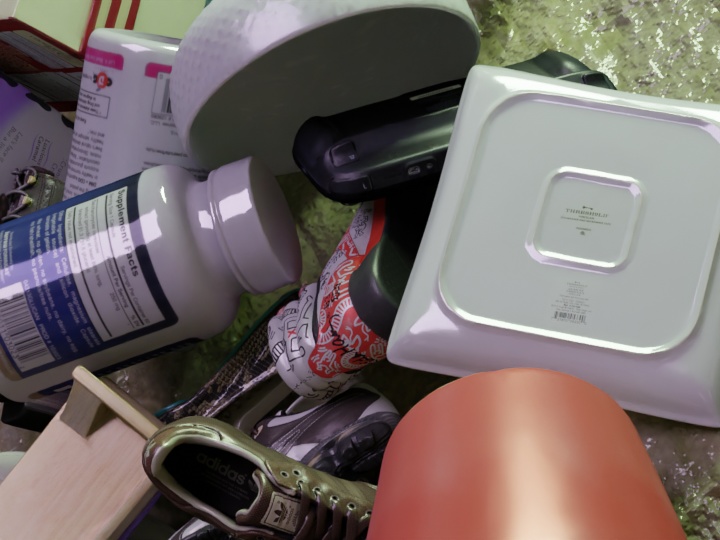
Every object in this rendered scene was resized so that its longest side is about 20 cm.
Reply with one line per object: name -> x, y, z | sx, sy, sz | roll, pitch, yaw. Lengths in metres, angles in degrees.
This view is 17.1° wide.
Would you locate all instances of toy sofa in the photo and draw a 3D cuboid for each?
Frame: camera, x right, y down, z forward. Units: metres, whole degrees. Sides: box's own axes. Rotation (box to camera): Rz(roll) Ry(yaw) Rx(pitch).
toy sofa -> -0.190, 0.164, 1.451 | 0.083, 0.098, 0.200 | 37, 82, 16

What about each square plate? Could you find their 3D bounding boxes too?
square plate -> 0.131, -0.023, 1.349 | 0.199, 0.028, 0.199 | 10, 65, 16

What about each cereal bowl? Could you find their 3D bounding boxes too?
cereal bowl -> -0.029, -0.142, 1.479 | 0.199, 0.200, 0.084 | -30, 68, 24

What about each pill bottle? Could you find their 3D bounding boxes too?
pill bottle -> -0.140, -0.053, 1.588 | 0.113, 0.113, 0.202 | 19, 101, 49
pill bottle -> -0.142, 0.000, 1.480 | 0.199, 0.111, 0.112 | -19, 47, 13

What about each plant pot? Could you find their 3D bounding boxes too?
plant pot -> 0.083, 0.159, 1.212 | 0.200, 0.200, 0.178 | -33, 33, 21

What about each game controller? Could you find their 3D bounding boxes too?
game controller -> 0.059, -0.088, 1.457 | 0.199, 0.042, 0.104 | -16, 20, -14

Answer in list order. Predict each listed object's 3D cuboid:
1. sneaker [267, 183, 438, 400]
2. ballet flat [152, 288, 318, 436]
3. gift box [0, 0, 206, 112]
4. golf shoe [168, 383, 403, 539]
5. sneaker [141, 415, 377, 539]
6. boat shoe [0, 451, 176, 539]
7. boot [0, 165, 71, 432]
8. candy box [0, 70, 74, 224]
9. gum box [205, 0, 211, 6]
sneaker -> -0.001, 0.000, 1.467 | 0.108, 0.067, 0.202 | -39, 18, 27
ballet flat -> -0.084, 0.096, 1.515 | 0.200, 0.068, 0.075 | -40, 66, 11
gift box -> -0.196, -0.227, 1.712 | 0.199, 0.184, 0.188 | 2, 72, 41
golf shoe -> -0.054, 0.142, 1.442 | 0.199, 0.078, 0.095 | -32, 32, 8
sneaker -> -0.034, 0.143, 1.343 | 0.199, 0.076, 0.071 | 21, 95, 11
boat shoe -> -0.176, 0.181, 1.531 | 0.201, 0.072, 0.061 | 26, 116, 38
boot -> -0.247, 0.008, 1.640 | 0.069, 0.199, 0.175 | -19, 54, 51
candy box -> -0.278, -0.050, 1.695 | 0.071, 0.200, 0.169 | -2, 59, 49
gum box -> -0.123, -0.209, 1.795 | 0.170, 0.044, 0.200 | -52, 38, 0
